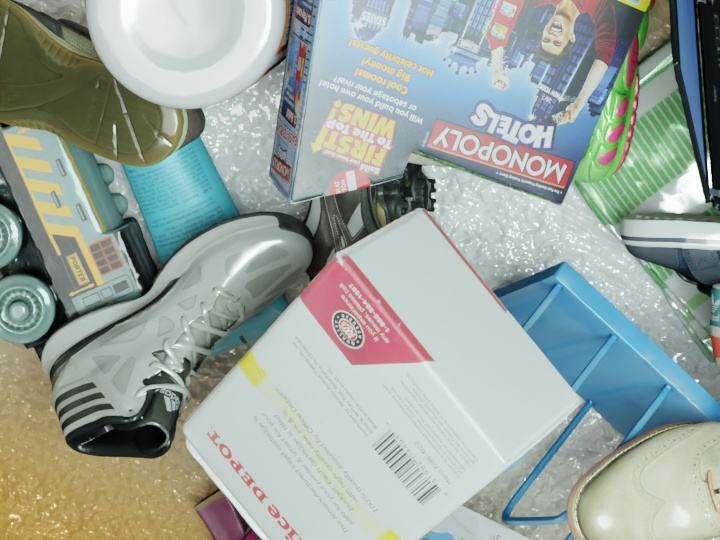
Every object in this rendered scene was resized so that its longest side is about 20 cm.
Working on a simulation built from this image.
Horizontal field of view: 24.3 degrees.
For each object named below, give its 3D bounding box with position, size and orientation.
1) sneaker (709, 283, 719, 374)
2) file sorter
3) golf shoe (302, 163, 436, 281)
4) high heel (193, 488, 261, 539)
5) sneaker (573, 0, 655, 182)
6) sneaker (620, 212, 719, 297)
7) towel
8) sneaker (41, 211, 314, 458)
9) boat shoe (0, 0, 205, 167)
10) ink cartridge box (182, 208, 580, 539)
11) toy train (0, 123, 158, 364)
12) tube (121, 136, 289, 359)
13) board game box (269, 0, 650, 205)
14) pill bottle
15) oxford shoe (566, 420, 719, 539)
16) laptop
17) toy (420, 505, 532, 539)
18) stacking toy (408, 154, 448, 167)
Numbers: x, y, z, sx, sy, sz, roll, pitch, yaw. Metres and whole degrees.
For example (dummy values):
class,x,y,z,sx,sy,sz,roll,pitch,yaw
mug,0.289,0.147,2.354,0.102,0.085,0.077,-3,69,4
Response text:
class,x,y,z,sx,sy,sz,roll,pitch,yaw
sneaker,0.297,0.017,0.990,0.199,0.070,0.094,-18,100,-9
file sorter,0.142,0.113,1.060,0.200,0.139,0.123,43,73,-5
golf shoe,0.000,0.000,1.110,0.094,0.078,0.201,4,102,22
high heel,-0.024,0.160,1.119,0.200,0.067,0.096,-33,91,42
sneaker,0.138,-0.158,1.049,0.084,0.077,0.201,10,89,20
sneaker,0.262,0.006,1.057,0.199,0.078,0.080,5,97,-1
towel,0.236,-0.053,1.096,0.152,0.023,0.200,-39,97,11
sneaker,-0.105,0.053,1.049,0.200,0.115,0.076,-32,134,10
boat shoe,-0.188,-0.120,1.046,0.200,0.066,0.072,25,102,17
ink cartridge box,0.005,0.083,0.964,0.145,0.083,0.200,50,134,7
toy train,-0.213,-0.039,1.109,0.114,0.085,0.200,-24,98,-3
tube,-0.114,-0.038,1.117,0.077,0.050,0.200,-19,105,12
board game box,0.037,-0.119,0.931,0.200,0.062,0.200,19,103,-20
pill bottle,-0.089,-0.163,1.005,0.113,0.200,0.113,1,102,4
oxford shoe,0.217,0.117,0.969,0.200,0.074,0.071,-17,88,-13
laptop,0.245,-0.124,0.971,0.199,0.178,0.103,15,143,-12
toy,0.040,0.196,1.132,0.200,0.047,0.115,24,108,36
stacking toy,0.046,-0.176,0.995,0.146,0.146,0.200,18,123,0
